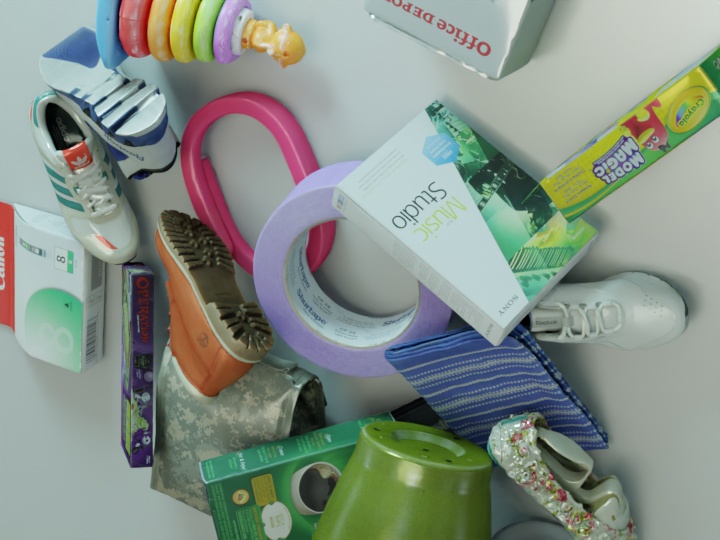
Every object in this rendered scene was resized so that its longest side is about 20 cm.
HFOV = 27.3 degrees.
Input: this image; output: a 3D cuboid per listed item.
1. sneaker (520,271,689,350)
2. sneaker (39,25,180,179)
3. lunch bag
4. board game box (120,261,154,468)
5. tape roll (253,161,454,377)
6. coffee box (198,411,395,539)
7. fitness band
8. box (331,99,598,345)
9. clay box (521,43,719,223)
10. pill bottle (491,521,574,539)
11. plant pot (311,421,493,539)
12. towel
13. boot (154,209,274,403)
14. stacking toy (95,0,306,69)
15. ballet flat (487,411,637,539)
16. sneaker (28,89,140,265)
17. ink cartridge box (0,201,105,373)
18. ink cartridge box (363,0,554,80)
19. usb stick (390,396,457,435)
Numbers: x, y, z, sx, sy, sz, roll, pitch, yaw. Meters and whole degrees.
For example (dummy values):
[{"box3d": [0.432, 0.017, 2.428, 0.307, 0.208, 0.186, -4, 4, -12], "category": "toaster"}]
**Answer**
[{"box3d": [0.196, 0.042, 1.342, 0.198, 0.087, 0.075, 2, 104, 27], "category": "sneaker"}, {"box3d": [-0.246, -0.153, 1.503, 0.199, 0.080, 0.116, 43, 162, 38], "category": "sneaker"}, {"box3d": [-0.124, 0.156, 1.548, 0.163, 0.117, 0.202, 21, 123, 22], "category": "lunch bag"}, {"box3d": [-0.236, 0.096, 1.567, 0.120, 0.032, 0.202, -161, 71, -71], "category": "board game box"}, {"box3d": [0.000, 0.000, 1.426, 0.198, 0.066, 0.202, 8, 118, 15], "category": "tape roll"}, {"box3d": [-0.051, 0.223, 1.474, 0.198, 0.044, 0.124, -15, 117, -7], "category": "coffee box"}, {"box3d": [-0.103, -0.081, 1.496, 0.143, 0.037, 0.202, -17, 101, 30], "category": "fitness band"}, {"box3d": [0.094, -0.046, 1.327, 0.200, 0.144, 0.036, 41, 151, 12], "category": "box"}, {"box3d": [0.233, -0.111, 1.246, 0.200, 0.115, 0.048, -39, 89, 35], "category": "clay box"}, {"box3d": [0.167, 0.360, 1.464, 0.113, 0.114, 0.202, 18, 117, 22], "category": "pill bottle"}, {"box3d": [0.043, 0.252, 1.393, 0.199, 0.200, 0.195, 17, 100, 22], "category": "plant pot"}, {"box3d": [0.128, 0.121, 1.390, 0.144, 0.024, 0.200, -16, 132, 33], "category": "towel"}, {"box3d": [-0.168, 0.034, 1.471, 0.107, 0.075, 0.201, -50, 53, 31], "category": "boot"}, {"box3d": [-0.144, -0.239, 1.427, 0.198, 0.110, 0.117, 17, 123, 10], "category": "stacking toy"}, {"box3d": [0.203, 0.203, 1.384, 0.200, 0.076, 0.064, 40, 126, -18], "category": "ballet flat"}, {"box3d": [-0.291, -0.097, 1.547, 0.070, 0.093, 0.201, -25, 94, -8], "category": "sneaker"}, {"box3d": [-0.380, 0.011, 1.677, 0.198, 0.050, 0.162, 15, 115, 21], "category": "ink cartridge box"}, {"box3d": [0.106, -0.287, 1.267, 0.144, 0.084, 0.201, 30, 120, 16], "category": "ink cartridge box"}, {"box3d": [0.072, 0.152, 1.486, 0.199, 0.033, 0.056, -29, 95, 34], "category": "usb stick"}]
